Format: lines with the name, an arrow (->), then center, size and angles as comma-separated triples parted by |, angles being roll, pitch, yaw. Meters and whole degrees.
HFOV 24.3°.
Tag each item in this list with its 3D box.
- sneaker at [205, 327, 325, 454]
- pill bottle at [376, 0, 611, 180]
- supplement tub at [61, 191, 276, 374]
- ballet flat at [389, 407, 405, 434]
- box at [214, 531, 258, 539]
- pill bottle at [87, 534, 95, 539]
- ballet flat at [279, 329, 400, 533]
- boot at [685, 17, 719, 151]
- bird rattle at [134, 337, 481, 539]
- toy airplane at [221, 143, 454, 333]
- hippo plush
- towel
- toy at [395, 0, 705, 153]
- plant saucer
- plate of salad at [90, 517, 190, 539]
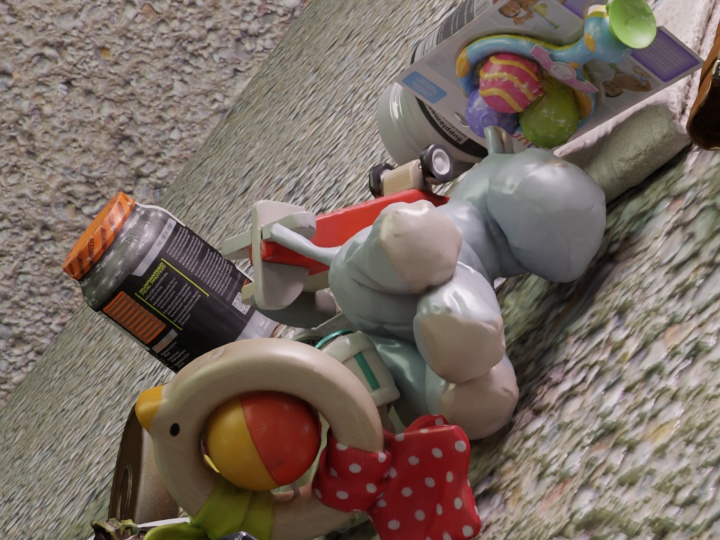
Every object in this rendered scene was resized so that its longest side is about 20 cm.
sneaker -> -0.084, 0.125, 1.309 | 0.200, 0.074, 0.088 | -44, 11, 18
pill bottle -> 0.105, -0.156, 1.323 | 0.200, 0.116, 0.116 | -38, 19, 47
supplement tub -> -0.188, 0.021, 1.654 | 0.123, 0.200, 0.123 | -47, 14, 15
ballet flat -> -0.003, 0.101, 1.144 | 0.200, 0.069, 0.072 | -44, 35, 28
box -> -0.066, 0.224, 0.834 | 0.200, 0.148, 0.105 | -32, 24, 58
pill bottle -> -0.154, 0.256, 1.117 | 0.113, 0.112, 0.200 | -50, 14, 7
ballet flat -> -0.011, 0.121, 1.047 | 0.201, 0.069, 0.070 | 99, -166, -48
boot -> 0.258, -0.154, 0.911 | 0.155, 0.073, 0.200 | -58, 3, -30
bird rattle -> -0.039, 0.112, 0.936 | 0.198, 0.164, 0.113 | -17, 30, 21
toy airplane -> 0.000, 0.000, 1.216 | 0.197, 0.142, 0.200 | -18, 2, 3
hippo plush -> 0.075, 0.006, 1.035 | 0.160, 0.160, 0.200 | -29, 10, -22
towel -> 0.186, -0.118, 1.127 | 0.132, 0.034, 0.201 | -40, 18, 42
toy -> 0.110, -0.114, 1.063 | 0.200, 0.115, 0.047 | -32, 28, 53
plant saucer -> -0.177, 0.186, 1.357 | 0.200, 0.034, 0.202 | -169, 90, -75
plate of salad -> -0.111, 0.191, 1.040 | 0.200, 0.198, 0.048 | -93, -1, -70
